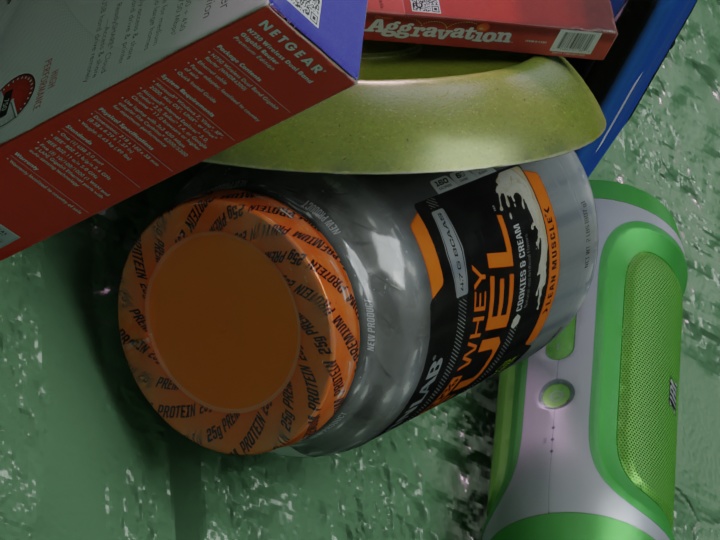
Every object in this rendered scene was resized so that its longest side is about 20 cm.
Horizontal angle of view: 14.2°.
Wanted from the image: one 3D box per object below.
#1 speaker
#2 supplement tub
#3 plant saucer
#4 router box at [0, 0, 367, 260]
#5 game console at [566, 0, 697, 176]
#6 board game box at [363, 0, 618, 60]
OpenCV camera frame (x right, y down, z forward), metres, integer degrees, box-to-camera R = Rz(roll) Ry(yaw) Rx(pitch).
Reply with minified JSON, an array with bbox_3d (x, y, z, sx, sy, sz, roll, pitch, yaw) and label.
[{"bbox_3d":[0.099,0.059,1.259,0.088,0.088,0.201,39,42,-34],"label":"speaker"},{"bbox_3d":[0.000,0.000,1.125,0.200,0.122,0.123,-24,89,-56],"label":"supplement tub"},{"bbox_3d":[-0.005,-0.074,1.105,0.200,0.199,0.031,-22,118,-56],"label":"plant saucer"},{"bbox_3d":[-0.074,-0.121,1.047,0.049,0.179,0.201,39,41,-35],"label":"router box"},{"bbox_3d":[0.088,-0.135,1.232,0.118,0.200,0.171,33,51,6],"label":"game console"},{"bbox_3d":[0.033,-0.170,1.119,0.102,0.019,0.201,4,55,-20],"label":"board game box"}]
